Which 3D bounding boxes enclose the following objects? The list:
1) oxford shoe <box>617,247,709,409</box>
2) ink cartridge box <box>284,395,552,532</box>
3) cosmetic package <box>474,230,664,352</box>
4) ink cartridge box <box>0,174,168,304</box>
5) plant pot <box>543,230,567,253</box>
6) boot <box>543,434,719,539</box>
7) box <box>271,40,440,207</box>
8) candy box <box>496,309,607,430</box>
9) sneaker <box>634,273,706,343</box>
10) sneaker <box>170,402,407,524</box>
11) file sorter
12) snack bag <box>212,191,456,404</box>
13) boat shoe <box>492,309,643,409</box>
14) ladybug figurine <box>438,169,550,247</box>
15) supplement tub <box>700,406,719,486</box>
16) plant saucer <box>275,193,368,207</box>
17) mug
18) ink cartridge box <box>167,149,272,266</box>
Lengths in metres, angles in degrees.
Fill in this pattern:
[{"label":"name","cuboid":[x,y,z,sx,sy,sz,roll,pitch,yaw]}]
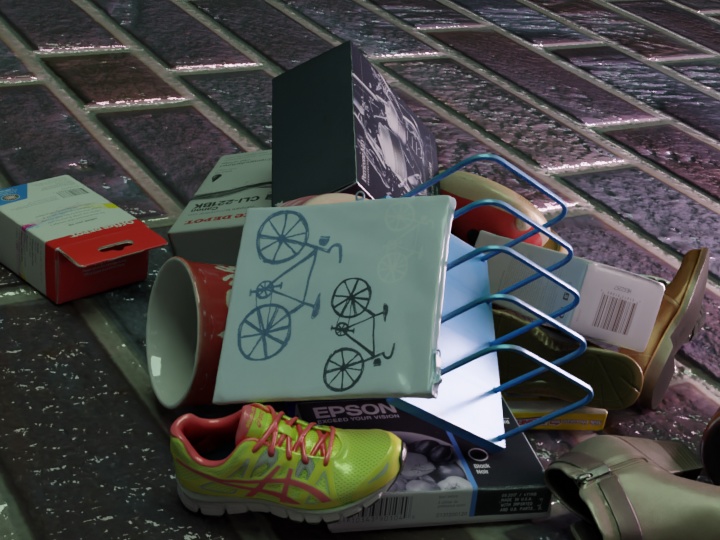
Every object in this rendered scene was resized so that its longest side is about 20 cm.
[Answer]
[{"label":"oxford shoe","cuboid":[0.304,0.046,1.355,0.071,0.071,0.200,18,55,27]},{"label":"ink cartridge box","cuboid":[0.045,0.151,1.177,0.198,0.043,0.200,-1,27,-15]},{"label":"cosmetic package","cuboid":[0.195,0.018,1.308,0.101,0.074,0.200,16,4,-28]},{"label":"ink cartridge box","cuboid":[-0.307,-0.029,1.417,0.116,0.067,0.200,-18,36,-40]},{"label":"plant pot","cuboid":[0.161,-0.031,1.590,0.200,0.028,0.200,7,26,-3]},{"label":"boot","cuboid":[0.248,0.207,1.078,0.146,0.070,0.200,-9,35,-31]},{"label":"box","cuboid":[-0.001,-0.099,1.388,0.104,0.182,0.200,-23,49,24]},{"label":"candy box","cuboid":[0.166,0.096,1.337,0.102,0.026,0.200,4,26,-14]},{"label":"sneaker","cuboid":[0.281,0.023,1.460,0.200,0.079,0.090,15,21,10]},{"label":"sneaker","cuboid":[-0.064,0.145,1.049,0.200,0.090,0.078,-7,36,14]},{"label":"file sorter","cuboid":[0.106,0.024,1.115,0.139,0.123,0.200,28,47,-38]},{"label":"snack bag","cuboid":[-0.018,0.021,1.088,0.200,0.021,0.189,-4,60,21]},{"label":"boat shoe","cuboid":[0.166,0.087,1.259,0.200,0.074,0.066,20,-2,9]},{"label":"ladybug figurine","cuboid":[0.134,-0.054,1.471,0.136,0.072,0.200,33,-5,-17]},{"label":"supplement tub","cuboid":[0.393,0.134,1.230,0.107,0.107,0.200,20,29,24]},{"label":"plant saucer","cuboid":[0.000,0.000,1.194,0.200,0.051,0.201,21,38,-17]},{"label":"mug","cuboid":[-0.089,0.052,1.229,0.200,0.134,0.177,3,18,-28]},{"label":"ink cartridge box","cuboid":[-0.107,-0.057,1.453,0.144,0.084,0.200,-6,28,16]}]
